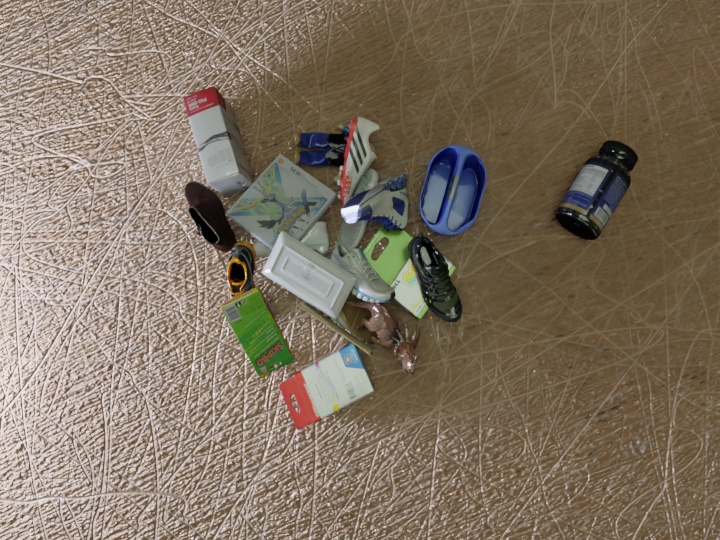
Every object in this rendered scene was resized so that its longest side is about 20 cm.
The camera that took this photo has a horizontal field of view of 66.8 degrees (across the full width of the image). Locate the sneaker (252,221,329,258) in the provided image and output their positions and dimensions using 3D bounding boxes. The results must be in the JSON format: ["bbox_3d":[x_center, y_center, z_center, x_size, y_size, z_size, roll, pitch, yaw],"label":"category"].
[{"bbox_3d":[-0.165,-0.052,1.276,0.193,0.070,0.083,-15,88,0],"label":"sneaker"}]

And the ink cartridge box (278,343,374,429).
[{"bbox_3d":[-0.076,0.264,1.251,0.195,0.067,0.119,-26,85,0],"label":"ink cartridge box"}]

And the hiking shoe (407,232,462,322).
[{"bbox_3d":[0.159,0.019,1.167,0.074,0.101,0.205,-28,86,0],"label":"hiking shoe"}]

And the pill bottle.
[{"bbox_3d":[0.538,-0.183,1.236,0.110,0.112,0.203,33,88,4],"label":"pill bottle"}]

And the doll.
[{"bbox_3d":[-0.060,-0.280,1.297,0.191,0.048,0.143,0,89,-2],"label":"doll"}]

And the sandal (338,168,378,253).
[{"bbox_3d":[0.006,-0.133,1.281,0.049,0.081,0.210,18,93,-39],"label":"sandal"}]

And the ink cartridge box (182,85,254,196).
[{"bbox_3d":[-0.322,-0.290,1.258,0.080,0.147,0.207,-18,85,2],"label":"ink cartridge box"}]

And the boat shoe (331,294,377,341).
[{"bbox_3d":[-0.040,0.088,1.265,0.200,0.069,0.072,44,67,-15],"label":"boat shoe"}]

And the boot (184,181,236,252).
[{"bbox_3d":[-0.353,-0.134,1.238,0.072,0.166,0.203,-36,86,-1],"label":"boot"}]

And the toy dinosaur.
[{"bbox_3d":[0.060,0.123,1.198,0.086,0.135,0.202,-43,104,-21],"label":"toy dinosaur"}]

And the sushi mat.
[{"bbox_3d":[-0.052,0.132,1.245,0.196,0.096,0.012,34,88,4],"label":"sushi mat"}]

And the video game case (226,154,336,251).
[{"bbox_3d":[-0.181,-0.152,1.261,0.180,0.022,0.202,34,71,15],"label":"video game case"}]

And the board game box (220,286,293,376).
[{"bbox_3d":[-0.232,0.144,1.248,0.093,0.030,0.205,-23,113,-1],"label":"board game box"}]

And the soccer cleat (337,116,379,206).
[{"bbox_3d":[-0.005,-0.243,1.251,0.082,0.069,0.208,9,105,-3],"label":"soccer cleat"}]

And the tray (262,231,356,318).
[{"bbox_3d":[-0.114,0.012,1.187,0.196,0.022,0.110,31,103,1],"label":"tray"}]

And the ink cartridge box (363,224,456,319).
[{"bbox_3d":[0.099,-0.008,1.258,0.198,0.076,0.150,37,88,3],"label":"ink cartridge box"}]

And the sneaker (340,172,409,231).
[{"bbox_3d":[0.055,-0.132,1.220,0.198,0.079,0.119,-35,111,-39],"label":"sneaker"}]

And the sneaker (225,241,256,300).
[{"bbox_3d":[-0.276,0.042,1.249,0.075,0.078,0.208,0,109,5],"label":"sneaker"}]

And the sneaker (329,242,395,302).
[{"bbox_3d":[0.000,0.000,1.211,0.197,0.074,0.090,29,117,31],"label":"sneaker"}]

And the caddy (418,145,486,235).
[{"bbox_3d":[0.209,-0.180,1.250,0.136,0.105,0.208,16,87,4],"label":"caddy"}]
